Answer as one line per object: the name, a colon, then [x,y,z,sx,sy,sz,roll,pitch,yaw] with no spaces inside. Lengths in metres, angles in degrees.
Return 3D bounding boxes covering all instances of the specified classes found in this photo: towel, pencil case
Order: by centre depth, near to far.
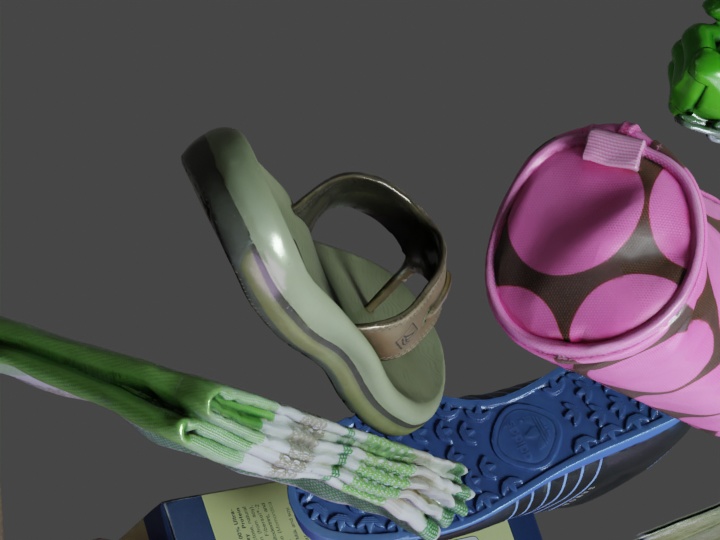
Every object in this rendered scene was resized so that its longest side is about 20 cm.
towel: [-0.064,0.048,0.840,0.148,0.031,0.200,14,175,28]
pencil case: [0.115,0.004,0.943,0.090,0.094,0.200,23,180,25]

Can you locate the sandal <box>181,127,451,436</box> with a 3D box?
sandal: [0.000,0.001,0.834,0.057,0.080,0.201,-34,161,3]

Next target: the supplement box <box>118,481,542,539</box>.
supplement box: [-0.033,0.193,1.261,0.199,0.135,0.200,-7,159,-33]

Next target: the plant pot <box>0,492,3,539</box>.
plant pot: [-0.175,0.067,0.721,0.186,0.188,0.201,-8,144,-30]

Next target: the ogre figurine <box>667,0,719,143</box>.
ogre figurine: [0.191,-0.084,0.758,0.119,0.099,0.200,11,134,-25]

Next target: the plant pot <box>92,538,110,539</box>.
plant pot: [-0.200,0.224,1.121,0.194,0.202,0.201,-1,156,-24]

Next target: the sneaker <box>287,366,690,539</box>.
sneaker: [0.062,0.087,1.154,0.199,0.071,0.078,-17,156,-10]
